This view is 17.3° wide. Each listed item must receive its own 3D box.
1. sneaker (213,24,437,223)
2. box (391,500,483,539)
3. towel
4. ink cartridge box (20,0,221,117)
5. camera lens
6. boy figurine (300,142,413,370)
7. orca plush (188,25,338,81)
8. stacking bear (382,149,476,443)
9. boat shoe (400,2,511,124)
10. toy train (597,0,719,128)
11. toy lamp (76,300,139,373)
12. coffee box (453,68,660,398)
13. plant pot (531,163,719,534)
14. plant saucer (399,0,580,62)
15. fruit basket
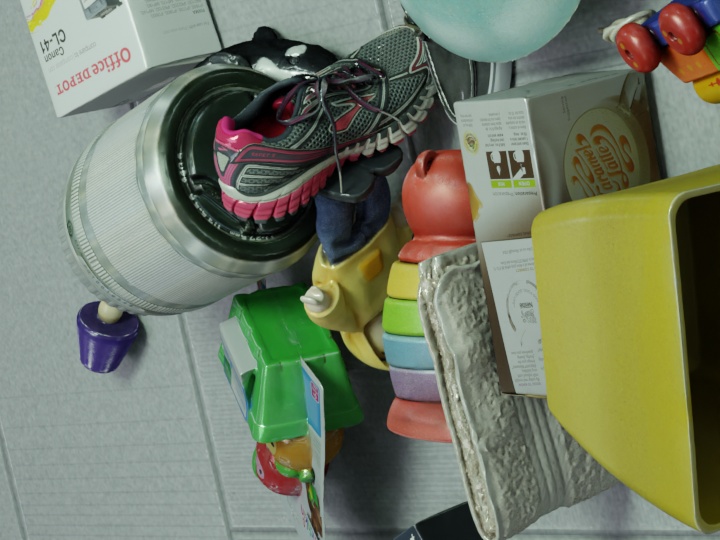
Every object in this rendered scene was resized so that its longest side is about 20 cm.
[{"bbox_3d":[-0.020,-0.115,1.667,0.080,0.200,0.075,27,145,36],"label":"sneaker"},{"bbox_3d":[0.046,0.283,1.817,0.200,0.078,0.142,-42,68,47],"label":"box"},{"bbox_3d":[0.112,0.072,1.621,0.034,0.132,0.202,-6,101,54],"label":"towel"},{"bbox_3d":[-0.210,-0.243,1.919,0.147,0.085,0.202,-20,86,49],"label":"ink cartridge box"},{"bbox_3d":[-0.126,-0.057,1.789,0.200,0.159,0.161,-25,84,56],"label":"camera lens"},{"bbox_3d":[0.000,0.000,1.743,0.064,0.124,0.201,21,137,32],"label":"boy figurine"},{"bbox_3d":[-0.079,-0.151,1.840,0.105,0.072,0.200,31,152,-20],"label":"orca plush"},{"bbox_3d":[0.070,0.013,1.680,0.113,0.121,0.202,3,96,43],"label":"stacking bear"},{"bbox_3d":[0.057,-0.194,1.648,0.070,0.066,0.202,11,111,46],"label":"boat shoe"},{"bbox_3d":[0.222,-0.125,1.492,0.116,0.084,0.200,55,165,-5],"label":"toy train"},{"bbox_3d":[-0.204,0.000,2.019,0.058,0.058,0.201,41,128,32],"label":"toy lamp"},{"bbox_3d":[0.141,-0.025,1.572,0.079,0.114,0.202,1,103,52],"label":"coffee box"},{"bbox_3d":[0.214,0.027,1.460,0.176,0.199,0.202,10,111,54],"label":"plant pot"},{"bbox_3d":[0.068,-0.235,1.550,0.200,0.039,0.203,14,110,42],"label":"plant saucer"},{"bbox_3d":[-0.060,0.122,1.840,0.186,0.093,0.201,-118,28,-54],"label":"fruit basket"}]
